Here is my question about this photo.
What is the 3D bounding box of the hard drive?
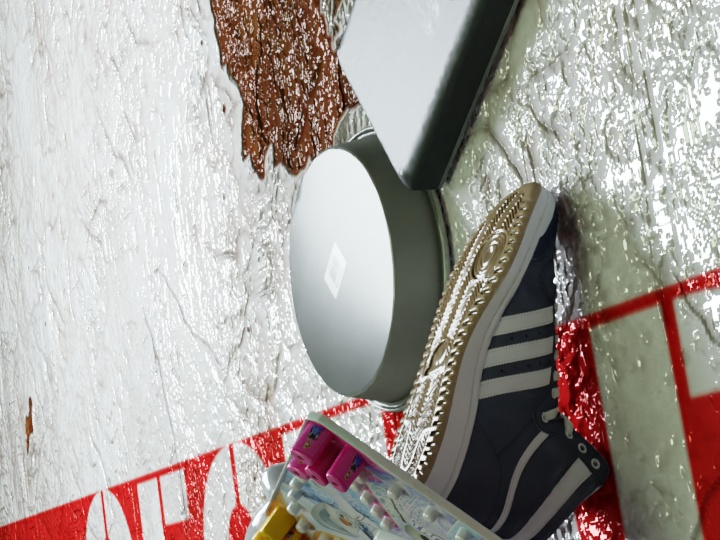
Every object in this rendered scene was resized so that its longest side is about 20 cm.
[{"bbox_3d":[0.044,-0.170,0.982,0.140,0.033,0.200,64,146,38],"label":"hard drive"}]

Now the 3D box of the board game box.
[{"bbox_3d":[0.034,0.174,0.868,0.200,0.026,0.200,35,155,6],"label":"board game box"}]

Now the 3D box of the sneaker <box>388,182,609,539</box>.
[{"bbox_3d":[0.095,0.058,0.882,0.070,0.108,0.201,-22,43,65],"label":"sneaker"}]

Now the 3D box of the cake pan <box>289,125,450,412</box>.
[{"bbox_3d":[0.000,0.000,1.091,0.200,0.037,0.201,176,90,-65],"label":"cake pan"}]

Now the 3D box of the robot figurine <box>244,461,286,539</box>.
[{"bbox_3d":[-0.007,0.213,1.047,0.200,0.112,0.170,-121,24,-44],"label":"robot figurine"}]
